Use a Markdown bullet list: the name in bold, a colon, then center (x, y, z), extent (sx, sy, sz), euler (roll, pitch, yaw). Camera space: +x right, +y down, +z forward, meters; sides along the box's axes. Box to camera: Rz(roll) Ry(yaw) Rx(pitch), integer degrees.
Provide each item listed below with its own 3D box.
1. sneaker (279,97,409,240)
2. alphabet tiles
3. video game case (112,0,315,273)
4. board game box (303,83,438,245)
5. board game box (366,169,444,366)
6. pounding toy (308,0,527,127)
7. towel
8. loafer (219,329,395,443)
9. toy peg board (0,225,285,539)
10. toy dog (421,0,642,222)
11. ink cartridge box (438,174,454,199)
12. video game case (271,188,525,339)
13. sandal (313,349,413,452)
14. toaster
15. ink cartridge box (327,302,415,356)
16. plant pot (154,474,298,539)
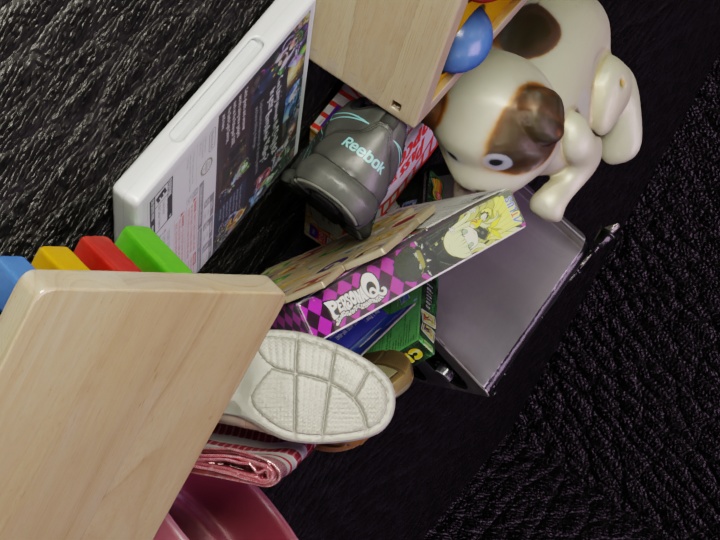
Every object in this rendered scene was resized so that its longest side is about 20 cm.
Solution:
- **sneaker**: center (-0.002, -0.070, 1.545), extent (0.079, 0.075, 0.200), euler (-54, -174, -3)
- **alphabet tiles**: center (-0.046, 0.004, 1.599), extent (0.199, 0.006, 0.166), euler (-22, -172, 29)
- **video game case**: center (-0.094, -0.065, 1.440), extent (0.182, 0.023, 0.200), euler (-51, 168, -24)
- **board game box**: center (0.019, -0.111, 1.740), extent (0.152, 0.046, 0.200), euler (-53, 169, -18)
- **board game box**: center (0.017, 0.014, 1.777), extent (0.105, 0.023, 0.201), euler (-30, -147, 28)
- **pounding toy**: center (0.082, -0.218, 1.436), extent (0.200, 0.142, 0.184), euler (-49, 168, -33)
- **towel**: center (-0.109, 0.111, 1.540), extent (0.200, 0.143, 0.023), euler (-21, 122, -83)
- **loafer**: center (-0.076, 0.075, 1.523), extent (0.063, 0.199, 0.072), euler (101, -4, -84)
- **toy peg board**: center (-0.177, 0.065, 1.288), extent (0.199, 0.098, 0.201), euler (2, 123, -52)
- **toy dog**: center (0.123, -0.126, 1.677), extent (0.200, 0.139, 0.195), euler (-43, 149, -56)
- **ink cartridge box**: center (0.052, -0.019, 1.882), extent (0.199, 0.057, 0.163), euler (-5, -146, 46)
- **video game case**: center (0.000, 0.000, 1.638), extent (0.181, 0.036, 0.200), euler (-28, -172, -22)
- **sandal**: center (-0.020, 0.105, 1.663), extent (0.080, 0.054, 0.200), euler (-35, -174, -37)
- **toaster**: center (0.095, 0.001, 2.023), extent (0.200, 0.119, 0.181), euler (-53, -158, -12)
- **ink cartridge box**: center (-0.058, 0.067, 1.720), extent (0.200, 0.039, 0.099), euler (-27, -172, 36)
- **plant pot**: center (-0.156, 0.238, 1.666), extent (0.179, 0.200, 0.200), euler (-42, 172, 12)
